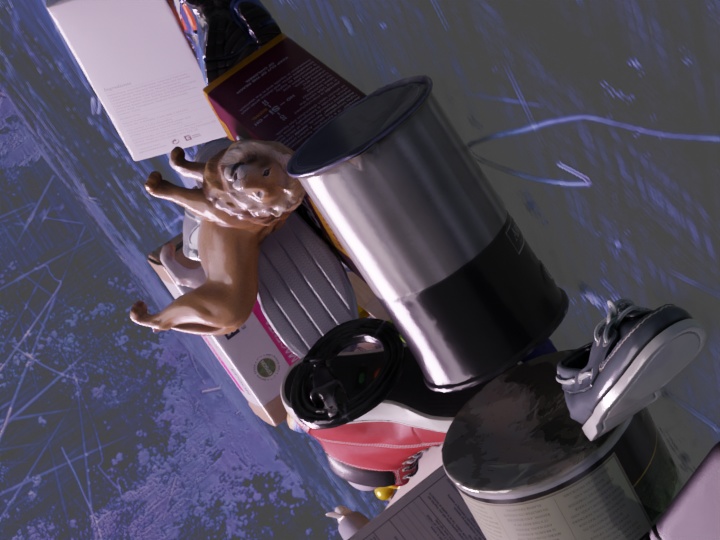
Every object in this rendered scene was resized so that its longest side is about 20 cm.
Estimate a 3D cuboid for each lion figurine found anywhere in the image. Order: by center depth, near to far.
[{"bbox_3d":[-0.102,-0.018,1.651,0.122,0.072,0.200,20,126,18],"label":"lion figurine"}]

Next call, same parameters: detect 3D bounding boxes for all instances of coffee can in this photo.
[{"bbox_3d":[0.164,0.178,1.553,0.200,0.146,0.146,60,168,-28],"label":"coffee can"}]

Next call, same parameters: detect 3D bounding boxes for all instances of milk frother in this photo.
[{"bbox_3d":[0.006,-0.005,1.524,0.188,0.200,0.180,56,174,-16],"label":"milk frother"}]

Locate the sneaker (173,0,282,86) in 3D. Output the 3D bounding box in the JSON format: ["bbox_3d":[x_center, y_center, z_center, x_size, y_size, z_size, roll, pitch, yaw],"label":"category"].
[{"bbox_3d":[-0.117,-0.219,1.773,0.078,0.075,0.200,56,167,48],"label":"sneaker"}]

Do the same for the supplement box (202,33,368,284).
[{"bbox_3d":[-0.028,-0.089,1.717,0.200,0.086,0.110,41,164,50],"label":"supplement box"}]

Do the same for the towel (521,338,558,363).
[{"bbox_3d":[0.136,0.132,1.695,0.147,0.050,0.200,-21,106,47],"label":"towel"}]

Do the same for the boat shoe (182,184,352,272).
[{"bbox_3d":[-0.050,-0.019,1.814,0.070,0.200,0.072,-93,15,-67],"label":"boat shoe"}]

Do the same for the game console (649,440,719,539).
[{"bbox_3d":[0.297,0.208,1.426,0.200,0.116,0.176,49,139,21],"label":"game console"}]

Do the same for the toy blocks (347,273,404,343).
[{"bbox_3d":[0.000,0.000,1.924,0.200,0.100,0.137,40,179,21],"label":"toy blocks"}]

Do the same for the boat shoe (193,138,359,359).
[{"bbox_3d":[-0.061,-0.016,1.712,0.200,0.072,0.071,61,-178,4],"label":"boat shoe"}]

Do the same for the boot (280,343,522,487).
[{"bbox_3d":[0.054,0.119,1.679,0.199,0.073,0.144,-2,145,22],"label":"boot"}]

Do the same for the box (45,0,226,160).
[{"bbox_3d":[-0.186,-0.211,1.871,0.200,0.097,0.125,64,-165,-49],"label":"box"}]

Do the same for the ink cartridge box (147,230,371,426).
[{"bbox_3d":[-0.080,0.022,2.121,0.200,0.165,0.075,55,170,-16],"label":"ink cartridge box"}]

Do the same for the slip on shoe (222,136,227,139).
[{"bbox_3d":[-0.055,-0.053,2.036,0.200,0.074,0.061,53,151,-4],"label":"slip on shoe"}]

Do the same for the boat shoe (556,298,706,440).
[{"bbox_3d":[0.160,0.053,1.365,0.062,0.073,0.200,58,167,13],"label":"boat shoe"}]

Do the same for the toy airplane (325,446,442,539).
[{"bbox_3d":[0.050,0.200,2.053,0.141,0.201,0.199,11,175,-29],"label":"toy airplane"}]

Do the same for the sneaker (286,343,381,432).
[{"bbox_3d":[0.012,0.101,1.920,0.088,0.200,0.075,29,117,19],"label":"sneaker"}]

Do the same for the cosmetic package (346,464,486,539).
[{"bbox_3d":[0.091,0.223,1.909,0.104,0.200,0.073,51,170,17],"label":"cosmetic package"}]
